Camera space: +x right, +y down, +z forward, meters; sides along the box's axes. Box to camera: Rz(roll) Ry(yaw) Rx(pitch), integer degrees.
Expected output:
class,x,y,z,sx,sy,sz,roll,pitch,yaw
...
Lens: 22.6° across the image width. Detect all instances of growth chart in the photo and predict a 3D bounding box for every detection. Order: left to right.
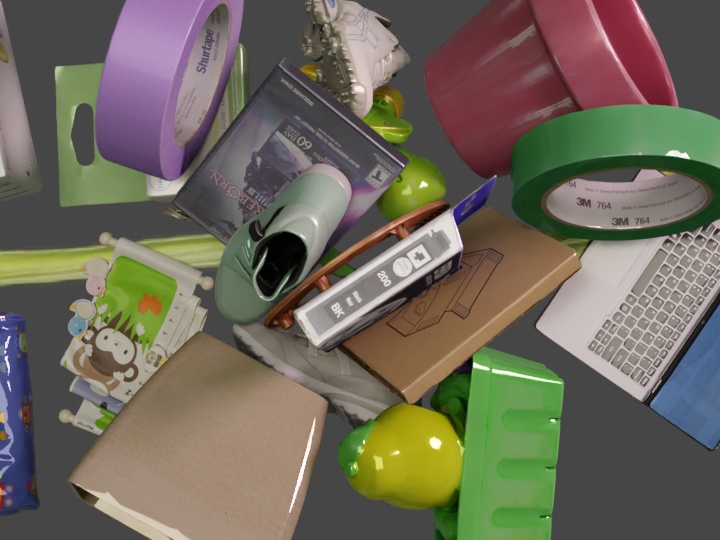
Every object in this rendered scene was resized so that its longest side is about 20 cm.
class,x,y,z,sx,sy,sz,roll,pitch,yaw
growth chart,-0.222,0.073,1.749,0.144,0.018,0.201,14,88,11

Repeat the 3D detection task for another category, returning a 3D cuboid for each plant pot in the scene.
class,x,y,z,sx,sy,sz,roll,pitch,yaw
plant pot,-0.132,0.170,1.637,0.199,0.200,0.178,28,77,1
plant pot,0.165,-0.177,1.624,0.178,0.200,0.201,-28,82,22

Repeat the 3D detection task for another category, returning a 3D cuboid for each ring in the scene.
class,x,y,z,sx,sy,sz,roll,pitch,yaw
ring,0.000,0.000,1.623,0.200,0.200,0.019,-35,82,5

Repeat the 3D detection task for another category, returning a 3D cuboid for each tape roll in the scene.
class,x,y,z,sx,sy,sz,roll,pitch,yaw
tape roll,-0.170,-0.185,1.619,0.065,0.200,0.201,18,89,8
tape roll,0.230,-0.082,1.565,0.199,0.201,0.048,-2,70,9

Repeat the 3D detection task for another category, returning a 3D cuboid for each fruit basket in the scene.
class,x,y,z,sx,sy,sz,roll,pitch,yaw
fruit basket,0.073,0.165,1.609,0.214,0.156,0.217,-1,96,-6

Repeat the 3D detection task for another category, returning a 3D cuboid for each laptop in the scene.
class,x,y,z,sx,sy,sz,roll,pitch,yaw
laptop,0.285,0.028,1.617,0.200,0.116,0.188,35,92,10

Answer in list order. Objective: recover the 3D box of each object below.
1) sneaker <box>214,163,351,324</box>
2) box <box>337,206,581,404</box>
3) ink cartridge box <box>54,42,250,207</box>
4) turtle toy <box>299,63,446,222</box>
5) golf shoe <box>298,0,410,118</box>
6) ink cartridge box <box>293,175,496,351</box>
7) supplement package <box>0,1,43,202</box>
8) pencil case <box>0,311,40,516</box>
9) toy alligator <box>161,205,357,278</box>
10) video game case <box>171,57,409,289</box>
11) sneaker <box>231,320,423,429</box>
class,x,y,z,sx,sy,sz,roll,pitch,yaw
sneaker,-0.090,0.000,1.595,0.074,0.118,0.201,36,129,-4
box,0.080,0.026,1.616,0.200,0.163,0.021,-38,120,-11
ink cartridge box,-0.204,-0.139,1.746,0.199,0.048,0.147,-3,86,7
turtle toy,-0.013,-0.108,1.674,0.199,0.146,0.102,18,120,11
golf shoe,0.004,-0.197,1.650,0.097,0.200,0.079,6,123,-14
ink cartridge box,0.039,0.000,1.530,0.200,0.198,0.044,-35,86,-1
supplement package,-0.417,-0.160,1.750,0.155,0.111,0.201,-15,84,8
pencil case,-0.357,0.141,1.736,0.086,0.078,0.201,-5,85,11
toy alligator,-0.091,-0.048,1.713,0.199,0.059,0.055,20,89,10
video game case,-0.066,-0.080,1.617,0.143,0.019,0.200,38,128,-6
sneaker,-0.027,0.090,1.699,0.199,0.075,0.082,27,71,7
